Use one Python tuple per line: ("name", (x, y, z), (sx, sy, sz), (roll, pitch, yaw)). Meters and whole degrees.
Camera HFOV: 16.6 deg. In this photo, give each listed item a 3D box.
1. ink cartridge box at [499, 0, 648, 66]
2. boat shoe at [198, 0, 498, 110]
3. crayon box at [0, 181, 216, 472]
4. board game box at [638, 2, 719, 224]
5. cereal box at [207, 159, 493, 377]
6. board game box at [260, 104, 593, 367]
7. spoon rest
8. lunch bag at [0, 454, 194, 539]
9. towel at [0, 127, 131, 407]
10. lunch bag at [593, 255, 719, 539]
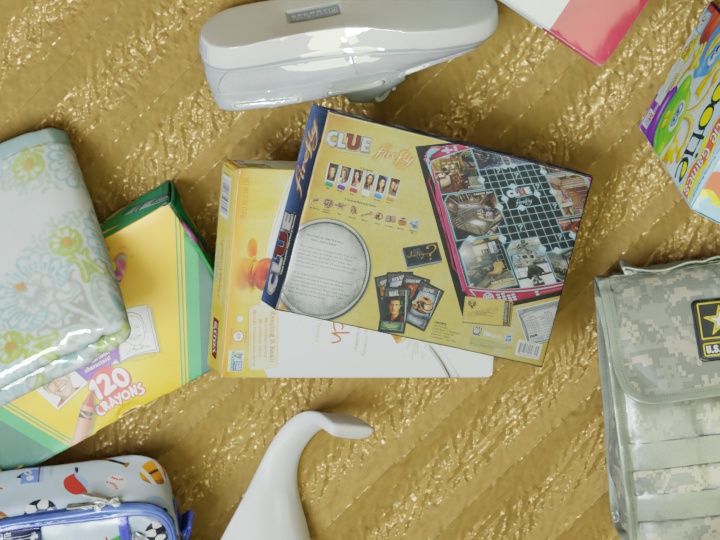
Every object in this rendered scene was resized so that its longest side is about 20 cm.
("ink cartridge box", (0.103, -0.254, 1.574), (0.199, 0.145, 0.145), (32, 103, -12))
("boat shoe", (-0.006, -0.143, 1.647), (0.199, 0.072, 0.069), (-12, 129, -6))
("crayon box", (-0.186, 0.041, 1.695), (0.199, 0.058, 0.119), (-29, 107, 6))
("board game box", (0.264, -0.089, 1.605), (0.104, 0.200, 0.103), (26, 104, -11))
("cereal box", (0.000, 0.000, 1.670), (0.199, 0.040, 0.145), (0, 102, -20))
("board game box", (0.046, -0.022, 1.643), (0.199, 0.035, 0.136), (13, 96, -23))
("spoon rest", (-0.056, 0.182, 1.744), (0.099, 0.061, 0.201), (9, 112, -41))
("lunch bag", (-0.191, 0.218, 1.716), (0.159, 0.076, 0.201), (-5, 128, -3))
("towel", (-0.260, 0.015, 1.637), (0.199, 0.172, 0.048), (-27, 151, 7))
("lunch bag", (0.249, 0.086, 1.706), (0.163, 0.118, 0.201), (-7, 102, -1))
